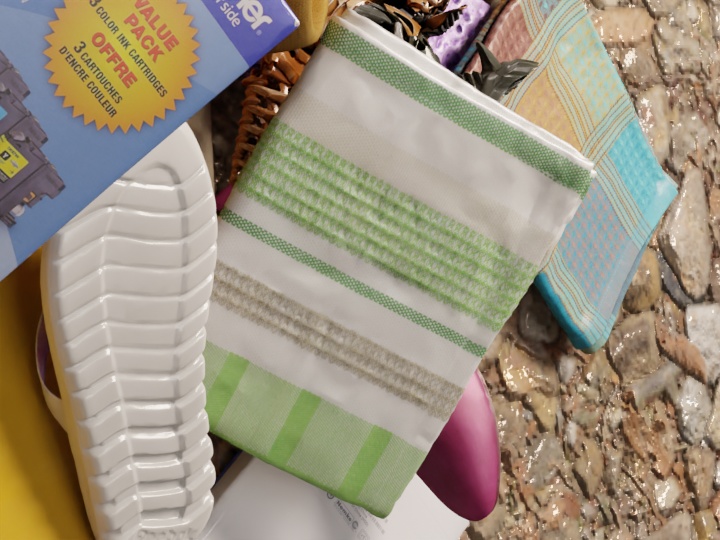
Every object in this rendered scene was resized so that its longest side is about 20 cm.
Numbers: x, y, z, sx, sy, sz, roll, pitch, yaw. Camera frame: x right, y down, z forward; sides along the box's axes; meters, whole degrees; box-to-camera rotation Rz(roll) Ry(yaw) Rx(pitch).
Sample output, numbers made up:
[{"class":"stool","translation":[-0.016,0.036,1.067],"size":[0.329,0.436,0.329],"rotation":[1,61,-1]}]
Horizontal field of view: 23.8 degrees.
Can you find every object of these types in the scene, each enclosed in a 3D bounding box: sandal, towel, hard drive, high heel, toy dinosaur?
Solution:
[{"class":"sandal","translation":[-0.103,0.029,0.710],"size":[0.082,0.050,0.204],"rotation":[-16,114,-42]},{"class":"towel","translation":[0.000,0.000,0.793],"size":[0.149,0.031,0.201],"rotation":[29,97,-17]},{"class":"hard drive","translation":[-0.034,0.155,0.867],"size":[0.200,0.025,0.132],"rotation":[-50,118,-32]},{"class":"high heel","translation":[-0.006,0.042,0.843],"size":[0.096,0.067,0.201],"rotation":[-17,72,-44]},{"class":"towel","translation":[0.120,-0.068,0.993],"size":[0.200,0.022,0.147],"rotation":[57,50,-33]},{"class":"toy dinosaur","translation":[0.001,-0.105,0.848],"size":[0.136,0.102,0.200],"rotation":[41,79,-3]}]

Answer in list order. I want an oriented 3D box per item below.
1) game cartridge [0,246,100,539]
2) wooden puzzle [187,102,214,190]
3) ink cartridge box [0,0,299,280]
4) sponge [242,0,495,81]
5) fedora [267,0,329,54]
[{"class":"game cartridge","translation":[-0.161,0.043,0.687],"size":[0.200,0.032,0.177],"rotation":[-15,100,-57]},{"class":"wooden puzzle","translation":[-0.140,-0.017,0.778],"size":[0.199,0.037,0.186],"rotation":[-2,89,-41]},{"class":"ink cartridge box","translation":[-0.118,-0.098,0.591],"size":[0.200,0.076,0.137],"rotation":[-43,116,-11]},{"class":"sponge","translation":[0.000,-0.128,0.911],"size":[0.200,0.030,0.112],"rotation":[31,68,-36]},{"class":"fedora","translation":[-0.052,-0.152,0.742],"size":[0.081,0.201,0.202],"rotation":[3,84,-3]}]
